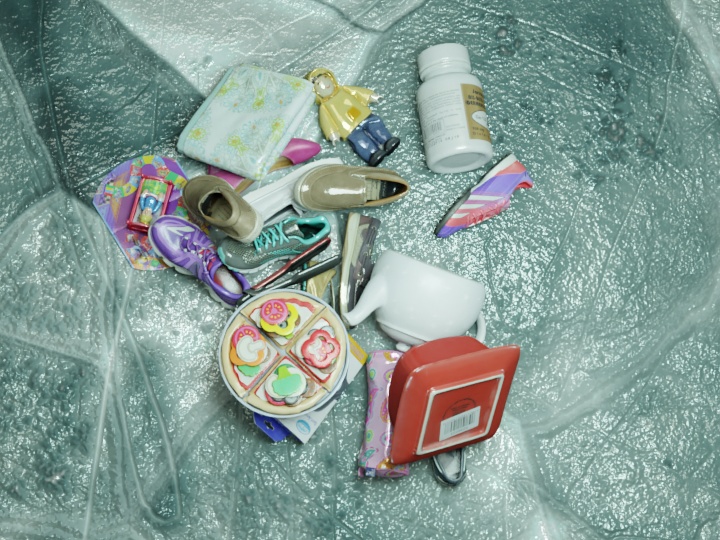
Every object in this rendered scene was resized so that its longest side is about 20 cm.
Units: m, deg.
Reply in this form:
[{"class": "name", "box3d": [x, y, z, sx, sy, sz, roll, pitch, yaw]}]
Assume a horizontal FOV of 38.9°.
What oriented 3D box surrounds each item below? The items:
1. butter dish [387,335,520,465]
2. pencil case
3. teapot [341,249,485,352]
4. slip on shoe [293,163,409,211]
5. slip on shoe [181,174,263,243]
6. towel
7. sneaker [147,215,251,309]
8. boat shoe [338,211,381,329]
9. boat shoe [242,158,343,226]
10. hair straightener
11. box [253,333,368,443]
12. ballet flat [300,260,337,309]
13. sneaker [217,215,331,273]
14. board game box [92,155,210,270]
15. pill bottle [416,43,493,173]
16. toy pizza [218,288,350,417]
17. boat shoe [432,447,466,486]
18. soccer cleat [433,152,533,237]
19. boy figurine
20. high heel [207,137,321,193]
[{"class": "butter dish", "box3d": [0.115, 0.169, 1.535, 0.200, 0.200, 0.148, -11, 40, -26]}, {"class": "pencil case", "box3d": [0.041, 0.227, 1.610, 0.087, 0.087, 0.201, 6, 76, -4]}, {"class": "teapot", "box3d": [0.097, 0.062, 1.619, 0.200, 0.197, 0.146, 20, 93, 14]}, {"class": "slip on shoe", "box3d": [-0.011, -0.132, 1.662, 0.200, 0.061, 0.076, -2, 105, -33]}, {"class": "slip on shoe", "box3d": [-0.231, -0.105, 1.607, 0.200, 0.061, 0.076, 38, 96, 43]}, {"class": "towel", "box3d": [-0.187, -0.252, 1.691, 0.171, 0.048, 0.200, 20, 67, 27]}, {"class": "sneaker", "box3d": [-0.249, -0.021, 1.634, 0.200, 0.083, 0.081, 38, 73, -5]}, {"class": "boat shoe", "box3d": [0.000, 0.000, 1.672, 0.065, 0.072, 0.201, 4, 69, 1]}, {"class": "boat shoe", "box3d": [-0.111, -0.120, 1.688, 0.200, 0.072, 0.069, -25, 76, -11]}, {"class": "hair straightener", "box3d": [-0.110, 0.026, 1.607, 0.200, 0.041, 0.077, -31, 74, -21]}, {"class": "box", "box3d": [-0.082, 0.177, 1.597, 0.041, 0.119, 0.200, 19, 68, 45]}, {"class": "ballet flat", "box3d": [-0.075, 0.081, 1.646, 0.063, 0.069, 0.201, 11, 75, -10]}, {"class": "sneaker", "box3d": [-0.133, -0.053, 1.629, 0.200, 0.091, 0.078, -14, 71, -35]}, {"class": "board game box", "box3d": [-0.342, -0.103, 1.680, 0.158, 0.039, 0.200, -31, 81, -12]}, {"class": "pill bottle", "box3d": [0.155, -0.276, 1.734, 0.114, 0.114, 0.201, -6, 76, -7]}, {"class": "toy pizza", "box3d": [-0.116, 0.121, 1.538, 0.200, 0.032, 0.201, 0, 72, -1]}, {"class": "boat shoe", "box3d": [0.132, 0.242, 1.626, 0.075, 0.062, 0.201, -3, 75, -4]}, {"class": "soccer cleat", "box3d": [0.209, -0.114, 1.725, 0.200, 0.068, 0.073, -42, 87, -16]}, {"class": "boy figurine", "box3d": [-0.017, -0.271, 1.744, 0.124, 0.064, 0.200, -39, 85, -11]}, {"class": "high heel", "box3d": [-0.160, -0.161, 1.694, 0.199, 0.067, 0.096, -8, 67, -2]}]
